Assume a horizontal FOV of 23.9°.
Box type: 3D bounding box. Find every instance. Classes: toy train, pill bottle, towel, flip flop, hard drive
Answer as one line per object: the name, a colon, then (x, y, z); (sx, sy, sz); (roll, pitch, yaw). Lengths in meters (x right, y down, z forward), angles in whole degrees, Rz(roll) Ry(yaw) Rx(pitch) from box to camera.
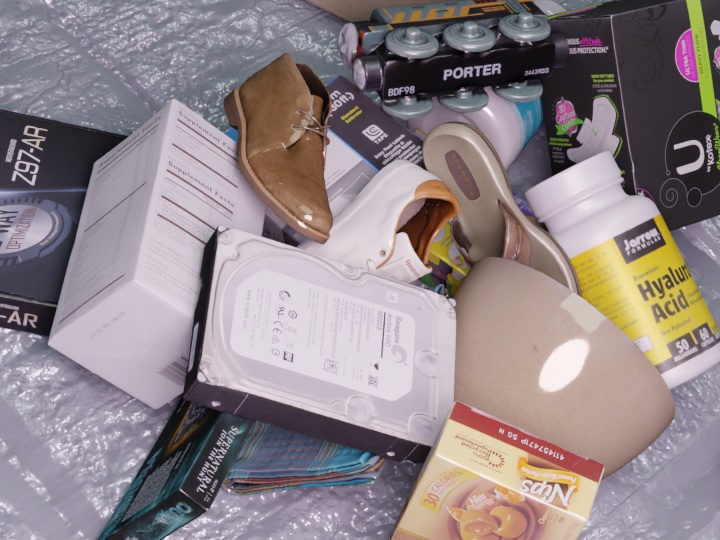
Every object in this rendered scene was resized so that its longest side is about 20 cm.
toy train: (0.079, -0.192, 1.481); (0.199, 0.085, 0.114); (-10, 35, -18)
pill bottle: (0.134, -0.178, 1.609); (0.111, 0.111, 0.200); (31, 49, 9)
pill bottle: (0.218, 0.006, 1.440); (0.111, 0.111, 0.200); (-25, 87, -32)
towel: (-0.019, 0.092, 1.342); (0.146, 0.022, 0.200); (-10, 39, 33)
flip flop: (0.109, -0.028, 1.391); (0.200, 0.081, 0.058); (60, 33, -8)
hard drive: (-0.025, 0.056, 1.254); (0.199, 0.038, 0.140); (19, 52, -18)

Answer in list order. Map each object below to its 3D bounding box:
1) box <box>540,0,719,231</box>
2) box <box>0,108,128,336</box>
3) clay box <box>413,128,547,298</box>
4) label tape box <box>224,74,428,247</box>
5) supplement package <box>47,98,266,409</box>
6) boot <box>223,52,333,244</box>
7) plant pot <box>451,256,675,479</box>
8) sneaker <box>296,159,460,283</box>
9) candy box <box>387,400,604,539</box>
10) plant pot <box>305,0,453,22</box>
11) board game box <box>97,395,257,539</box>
box: (0.258, -0.145, 1.545); (0.148, 0.201, 0.124); (-17, 14, -29)
box: (-0.278, -0.042, 1.415); (0.160, 0.044, 0.200); (12, 49, -8)
clay box: (0.095, -0.031, 1.517); (0.200, 0.048, 0.115); (36, 53, 13)
label tape box: (-0.044, -0.092, 1.472); (0.144, 0.063, 0.200); (-41, 63, -17)
supplement package: (-0.154, -0.015, 1.345); (0.109, 0.114, 0.200); (35, 41, -28)
boot: (-0.054, -0.103, 1.372); (0.074, 0.075, 0.200); (32, 25, -40)
plant pot: (0.127, 0.107, 1.340); (0.200, 0.200, 0.135); (36, 73, 13)
sneaker: (0.000, 0.000, 1.355); (0.200, 0.073, 0.085); (-51, 42, -7)
candy box: (0.087, 0.189, 1.234); (0.115, 0.200, 0.055); (24, 50, 3)
plant pot: (0.062, -0.337, 1.677); (0.177, 0.200, 0.200); (40, 50, 1)
board game box: (-0.116, 0.118, 1.275); (0.028, 0.135, 0.200); (39, 48, -13)
